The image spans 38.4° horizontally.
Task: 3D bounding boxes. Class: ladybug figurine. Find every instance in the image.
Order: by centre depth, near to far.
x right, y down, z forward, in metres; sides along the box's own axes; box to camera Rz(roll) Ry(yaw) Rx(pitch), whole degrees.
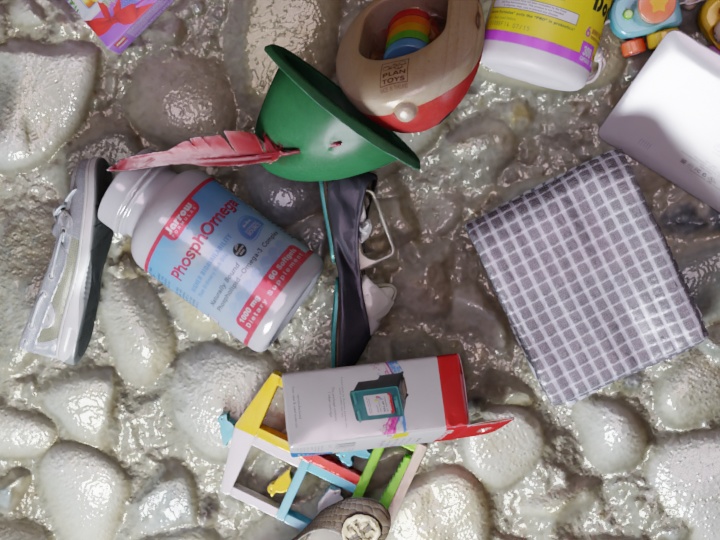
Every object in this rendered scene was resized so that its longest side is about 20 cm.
[{"bbox_3d":[0.048,-0.186,0.912,0.134,0.201,0.072,-9,131,20],"label":"ladybug figurine"}]

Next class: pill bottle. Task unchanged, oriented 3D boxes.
[{"bbox_3d":[0.179,-0.270,0.920,0.103,0.104,0.202,17,96,4],"label":"pill bottle"},{"bbox_3d":[-0.141,-0.023,0.965,0.199,0.109,0.109,36,96,2],"label":"pill bottle"}]

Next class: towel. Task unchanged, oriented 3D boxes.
[{"bbox_3d":[0.208,0.011,0.948,0.164,0.086,0.201,-27,91,7],"label":"towel"}]

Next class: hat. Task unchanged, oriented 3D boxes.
[{"bbox_3d":[-0.072,-0.089,0.936,0.200,0.165,0.177,42,102,19],"label":"hat"}]

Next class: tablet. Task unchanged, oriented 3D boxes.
[{"bbox_3d":[0.328,-0.116,0.927,0.199,0.014,0.131,32,134,2],"label":"tablet"}]

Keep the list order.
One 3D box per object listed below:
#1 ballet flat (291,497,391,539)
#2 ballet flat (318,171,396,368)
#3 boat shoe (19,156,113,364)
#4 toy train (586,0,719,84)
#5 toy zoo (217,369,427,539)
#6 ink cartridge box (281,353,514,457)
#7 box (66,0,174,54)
[{"bbox_3d":[-0.056,0.282,0.994,0.199,0.046,0.068,-31,100,17],"label":"ballet flat"},{"bbox_3d":[0.000,0.000,0.976,0.072,0.073,0.202,-4,92,5],"label":"ballet flat"},{"bbox_3d":[-0.283,-0.012,0.998,0.064,0.074,0.204,12,102,0],"label":"boat shoe"},{"bbox_3d":[0.298,-0.189,0.940,0.199,0.056,0.151,26,96,2],"label":"toy train"},{"bbox_3d":[-0.050,0.186,1.016,0.198,0.020,0.132,26,96,3],"label":"toy zoo"},{"bbox_3d":[0.030,0.123,0.943,0.198,0.116,0.068,-6,76,-5],"label":"ink cartridge box"},{"bbox_3d":[-0.210,-0.327,0.984,0.200,0.039,0.137,-42,89,6],"label":"box"}]
